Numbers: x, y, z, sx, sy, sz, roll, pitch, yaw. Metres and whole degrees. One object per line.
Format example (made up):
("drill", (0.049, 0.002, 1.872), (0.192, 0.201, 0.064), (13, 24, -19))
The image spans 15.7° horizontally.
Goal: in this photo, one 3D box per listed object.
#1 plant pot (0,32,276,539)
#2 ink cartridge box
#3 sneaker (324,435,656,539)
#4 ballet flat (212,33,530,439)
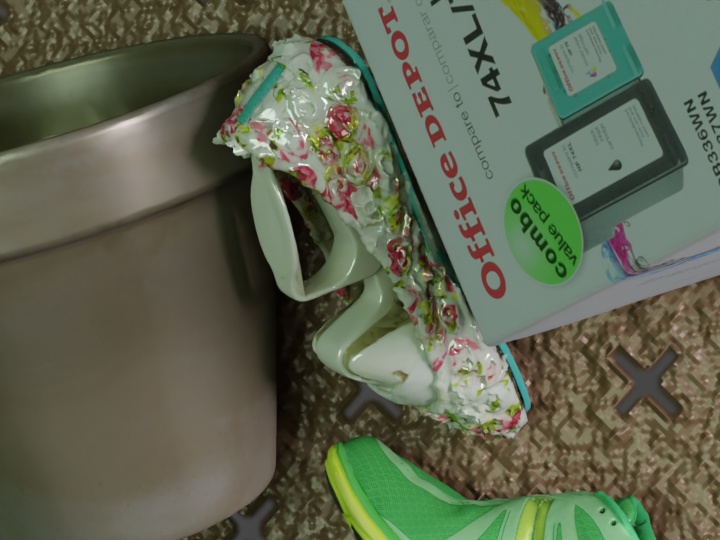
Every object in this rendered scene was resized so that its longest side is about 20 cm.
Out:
("plant pot", (-0.111, 0.015, 1.040), (0.200, 0.200, 0.174), (-9, 106, 22))
("ink cartridge box", (0.124, -0.084, 0.909), (0.200, 0.146, 0.147), (-31, 79, 50))
("sneaker", (0.074, 0.119, 1.026), (0.200, 0.074, 0.084), (31, 78, 21))
("ballet flat", (0.000, 0.000, 0.995), (0.064, 0.200, 0.076), (-40, 32, -19))
